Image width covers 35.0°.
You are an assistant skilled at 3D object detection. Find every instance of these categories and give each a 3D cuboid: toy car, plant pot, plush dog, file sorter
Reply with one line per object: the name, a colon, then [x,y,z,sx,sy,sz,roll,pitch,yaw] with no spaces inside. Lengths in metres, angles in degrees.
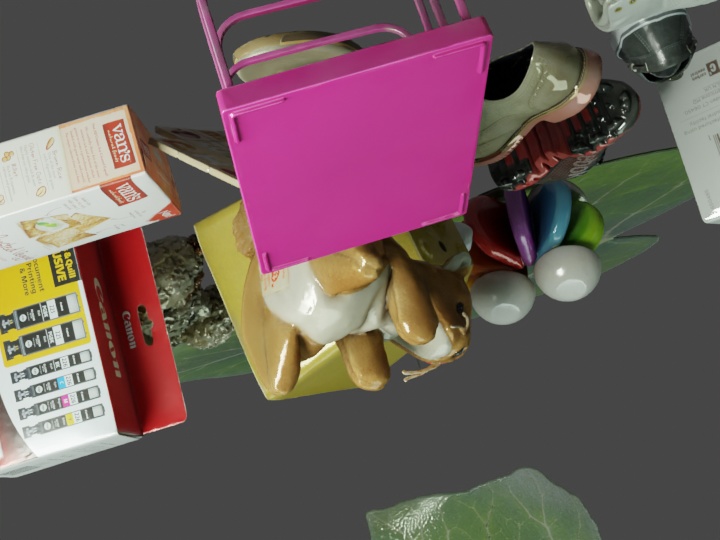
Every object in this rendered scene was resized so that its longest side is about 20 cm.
toy car: [0.200,-0.046,1.431,0.199,0.176,0.150,-21,133,21]
plant pot: [-0.007,-0.007,1.144,0.199,0.197,0.194,-32,164,27]
plush dog: [-0.216,0.028,1.199,0.200,0.160,0.172,-44,173,-38]
file sorter: [-0.016,-0.110,0.661,0.138,0.126,0.200,-16,158,-6]

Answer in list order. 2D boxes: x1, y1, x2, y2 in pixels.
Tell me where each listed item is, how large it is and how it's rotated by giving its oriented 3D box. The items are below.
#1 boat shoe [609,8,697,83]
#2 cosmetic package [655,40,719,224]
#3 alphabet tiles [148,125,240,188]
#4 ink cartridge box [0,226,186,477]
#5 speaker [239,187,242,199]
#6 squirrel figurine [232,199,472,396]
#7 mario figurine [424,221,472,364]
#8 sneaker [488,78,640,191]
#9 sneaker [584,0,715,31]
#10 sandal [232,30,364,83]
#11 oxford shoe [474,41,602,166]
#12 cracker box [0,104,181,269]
boat shoe: [0.242,-0.182,0.935,0.068,0.057,0.200,-19,178,17]
cosmetic package: [0.426,-0.149,1.152,0.164,0.166,0.199,-23,168,33]
alphabet tiles: [-0.053,-0.073,0.846,0.199,0.006,0.166,26,-161,35]
ink cartridge box: [-0.266,0.063,1.019,0.174,0.202,0.084,-17,169,2]
speaker: [-0.003,-0.096,0.969,0.199,0.082,0.081,-22,169,27]
squirrel figurine: [0.000,0.000,0.896,0.186,0.200,0.142,7,123,-41]
mario figurine: [0.063,0.008,1.274,0.123,0.202,0.106,-25,166,40]
sneaker: [0.214,-0.137,1.131,0.097,0.071,0.200,-10,169,-32]
sneaker: [0.206,-0.209,0.738,0.115,0.074,0.200,-19,171,-7]
sandal: [-0.012,-0.109,0.827,0.080,0.054,0.200,-20,147,25]
oxford shoe: [0.117,-0.148,0.980,0.073,0.071,0.200,17,154,-26]
cracker box: [-0.245,-0.052,0.855,0.198,0.058,0.134,-18,170,0]
